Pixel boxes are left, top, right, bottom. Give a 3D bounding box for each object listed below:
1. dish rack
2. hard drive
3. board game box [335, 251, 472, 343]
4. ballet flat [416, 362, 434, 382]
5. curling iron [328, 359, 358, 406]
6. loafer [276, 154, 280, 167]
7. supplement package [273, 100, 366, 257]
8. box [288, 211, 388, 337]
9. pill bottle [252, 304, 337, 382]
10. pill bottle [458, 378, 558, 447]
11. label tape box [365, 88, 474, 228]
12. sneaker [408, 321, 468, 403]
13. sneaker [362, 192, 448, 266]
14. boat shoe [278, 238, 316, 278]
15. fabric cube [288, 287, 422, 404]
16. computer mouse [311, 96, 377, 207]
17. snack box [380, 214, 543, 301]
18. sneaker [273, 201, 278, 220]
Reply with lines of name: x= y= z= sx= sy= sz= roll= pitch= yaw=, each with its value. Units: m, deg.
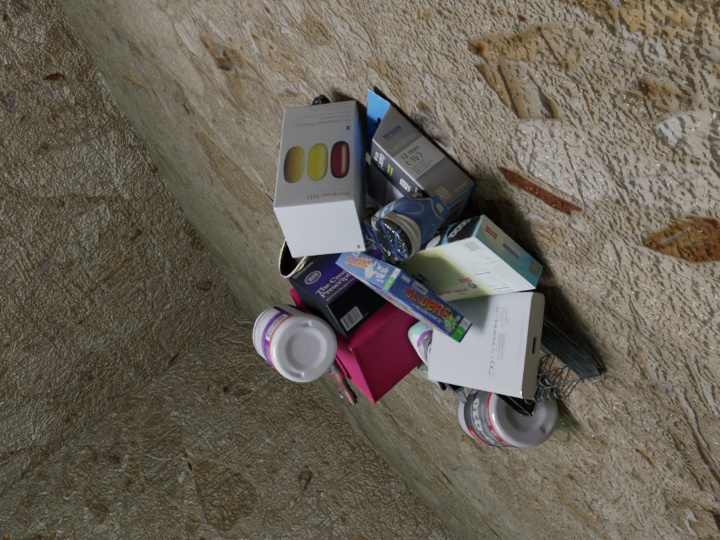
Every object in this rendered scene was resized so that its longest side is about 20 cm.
dish rack: x=0.235 y=0.131 z=0.907 sx=0.153 sy=0.055 sz=0.200 roll=40 pitch=155 yaw=-1
hard drive: x=0.166 y=0.096 z=0.875 sx=0.026 sy=0.132 sz=0.200 roll=11 pitch=173 yaw=-27
board game box: x=0.056 y=0.029 z=0.908 sx=0.135 sy=0.035 sz=0.200 roll=36 pitch=177 yaw=-25
ballet flat: x=0.136 y=0.175 z=1.297 sx=0.200 sy=0.075 sz=0.068 roll=39 pitch=160 yaw=38
curling iron: x=-0.051 y=0.192 z=1.222 sx=0.050 sy=0.026 sz=0.200 roll=28 pitch=151 yaw=48
loafer: x=-0.104 y=-0.183 z=1.144 sx=0.068 sy=0.076 sz=0.200 roll=60 pitch=-177 yaw=-4
supplement package: x=-0.052 y=-0.133 z=0.918 sx=0.110 sy=0.113 sz=0.200 roll=76 pitch=-169 yaw=-53
box: x=0.000 y=0.000 z=1.074 sx=0.141 sy=0.200 sz=0.079 roll=26 pitch=151 yaw=55
pill bottle: x=-0.124 y=0.118 z=1.109 sx=0.112 sy=0.111 sz=0.200 roll=57 pitch=164 yaw=-17
pill bottle: x=0.241 y=0.243 z=1.087 sx=0.114 sy=0.114 sz=0.200 roll=50 pitch=163 yaw=6
label tape box: x=0.056 y=-0.134 z=0.886 sx=0.200 sy=0.066 sz=0.143 roll=45 pitch=162 yaw=16
sneaker: x=0.164 y=0.184 z=1.127 sx=0.200 sy=0.078 sz=0.140 roll=42 pitch=-166 yaw=-40
sneaker: x=0.057 y=-0.055 z=0.817 sx=0.076 sy=0.077 sz=0.200 roll=55 pitch=173 yaw=-11
boat shoe: x=-0.089 y=-0.069 z=1.086 sx=0.072 sy=0.059 sz=0.200 roll=38 pitch=127 yaw=17
fabric cube: x=0.020 y=0.084 z=1.203 sx=0.200 sy=0.199 sz=0.196 roll=39 pitch=161 yaw=37
computer mouse: x=-0.040 y=-0.180 z=1.068 sx=0.200 sy=0.053 sz=0.138 roll=53 pitch=163 yaw=-4
snack box: x=0.129 y=-0.009 z=0.855 sx=0.116 sy=0.037 sz=0.200 roll=36 pitch=155 yaw=-23
sneaker: x=-0.079 y=-0.102 z=1.138 sx=0.200 sy=0.072 sz=0.073 roll=6 pitch=145 yaw=38
